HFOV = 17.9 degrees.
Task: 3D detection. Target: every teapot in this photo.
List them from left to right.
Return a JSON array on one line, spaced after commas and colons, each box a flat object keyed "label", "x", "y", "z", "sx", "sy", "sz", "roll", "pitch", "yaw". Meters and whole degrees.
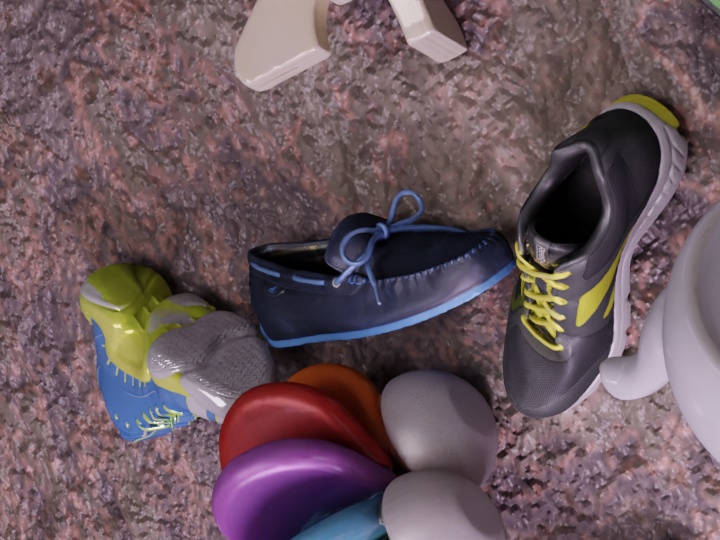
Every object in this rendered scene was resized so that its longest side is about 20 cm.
[{"label": "teapot", "x": 0.247, "y": 0.050, "z": 1.138, "sx": 0.200, "sy": 0.197, "sz": 0.146, "roll": 57, "pitch": 168, "yaw": 37}]

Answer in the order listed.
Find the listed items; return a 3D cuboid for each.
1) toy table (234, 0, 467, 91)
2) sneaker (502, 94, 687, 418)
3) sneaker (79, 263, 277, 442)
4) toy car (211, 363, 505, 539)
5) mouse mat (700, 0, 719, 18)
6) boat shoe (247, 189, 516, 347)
[{"label": "toy table", "x": -0.004, "y": -0.188, "z": 1.272, "sx": 0.200, "sy": 0.184, "sz": 0.117, "roll": -29, "pitch": 69, "yaw": 31}, {"label": "sneaker", "x": 0.110, "y": -0.004, "z": 1.271, "sx": 0.074, "sy": 0.085, "sz": 0.201, "roll": 31, "pitch": 118, "yaw": 30}, {"label": "sneaker", "x": -0.114, "y": 0.073, "z": 1.473, "sx": 0.200, "sy": 0.076, "sz": 0.105, "roll": 38, "pitch": 136, "yaw": 50}, {"label": "toy car", "x": -0.018, "y": 0.136, "z": 1.328, "sx": 0.150, "sy": 0.200, "sz": 0.175, "roll": 37, "pitch": 121, "yaw": -27}, {"label": "mouse mat", "x": 0.241, "y": -0.202, "z": 1.169, "sx": 0.161, "sy": 0.008, "sz": 0.200, "roll": 47, "pitch": 126, "yaw": 20}, {"label": "boat shoe", "x": 0.000, "y": 0.000, "z": 1.360, "sx": 0.200, "sy": 0.084, "sz": 0.069, "roll": -15, "pitch": 103, "yaw": 38}]
